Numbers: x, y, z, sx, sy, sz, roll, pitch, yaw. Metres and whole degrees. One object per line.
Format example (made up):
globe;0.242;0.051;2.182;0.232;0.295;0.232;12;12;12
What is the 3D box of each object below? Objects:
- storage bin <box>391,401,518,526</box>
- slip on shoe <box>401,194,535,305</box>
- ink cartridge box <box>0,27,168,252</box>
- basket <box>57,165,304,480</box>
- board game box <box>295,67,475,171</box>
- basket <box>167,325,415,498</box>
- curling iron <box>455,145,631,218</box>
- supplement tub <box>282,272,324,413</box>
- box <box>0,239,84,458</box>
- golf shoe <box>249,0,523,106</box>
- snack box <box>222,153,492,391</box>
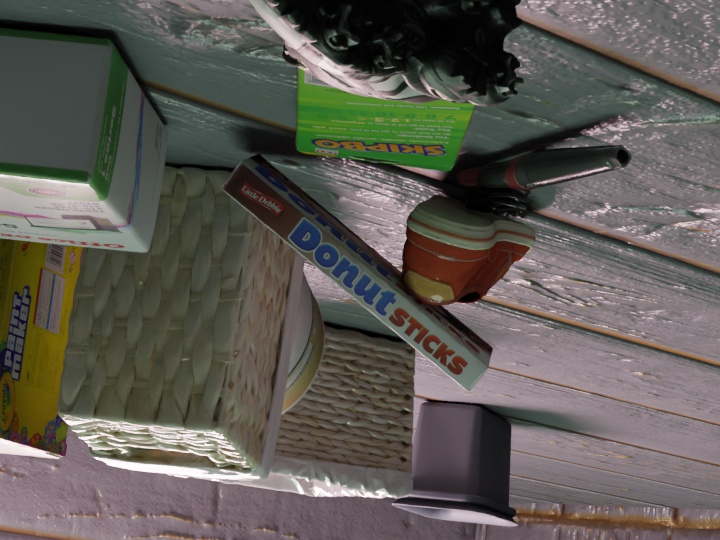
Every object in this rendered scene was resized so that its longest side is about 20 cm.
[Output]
storage bin;0.120;0.244;2.508;0.144;0.135;0.200;3;168;21
slip on shoe;0.067;-0.012;1.300;0.074;0.062;0.200;18;-172;12
ink cartridge box;-0.200;-0.074;1.151;0.144;0.085;0.200;6;170;4
basket;-0.123;0.033;1.378;0.134;0.202;0.123;5;165;12
board game box;0.013;-0.091;1.083;0.095;0.030;0.200;8;167;-1
basket;-0.066;0.143;2.018;0.199;0.162;0.198;14;168;-29
curling iron;0.111;-0.059;1.190;0.049;0.026;0.200;14;169;-18
supplement tub;-0.102;0.047;1.570;0.143;0.146;0.200;6;169;5
box;-0.306;0.021;1.407;0.191;0.202;0.122;2;169;19
golf shoe;-0.012;-0.111;0.856;0.094;0.078;0.200;0;166;35
snack box;0.000;0.000;1.253;0.200;0.024;0.072;40;-170;0
